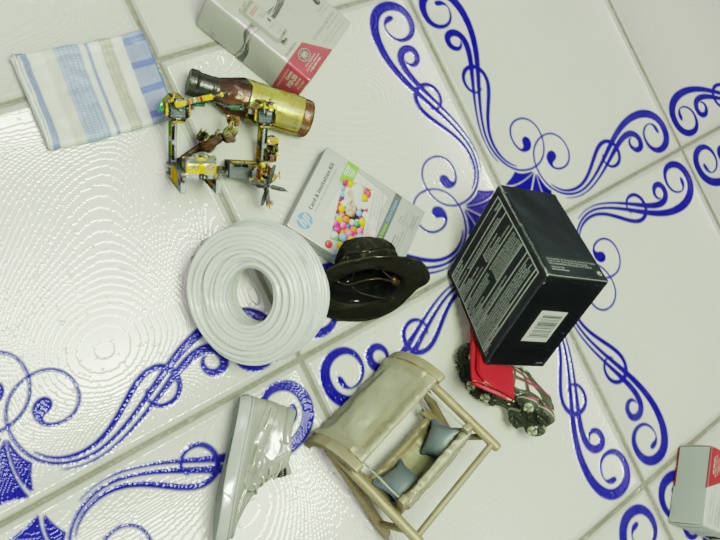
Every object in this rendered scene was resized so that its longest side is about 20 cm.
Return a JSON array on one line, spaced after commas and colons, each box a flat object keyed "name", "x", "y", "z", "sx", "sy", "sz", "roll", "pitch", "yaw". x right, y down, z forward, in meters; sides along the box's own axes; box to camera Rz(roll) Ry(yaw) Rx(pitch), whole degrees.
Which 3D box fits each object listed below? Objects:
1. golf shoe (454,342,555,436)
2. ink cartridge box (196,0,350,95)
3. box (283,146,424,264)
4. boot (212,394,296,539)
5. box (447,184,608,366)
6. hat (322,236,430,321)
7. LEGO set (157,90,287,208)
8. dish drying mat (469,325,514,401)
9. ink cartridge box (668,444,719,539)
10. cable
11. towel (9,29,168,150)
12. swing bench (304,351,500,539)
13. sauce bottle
[{"name": "golf shoe", "x": 0.240, "y": 0.188, "z": 1.231, "sx": 0.200, "sy": 0.077, "sz": 0.088, "roll": 42, "pitch": 33, "yaw": -2}, {"name": "ink cartridge box", "x": -0.139, "y": -0.395, "z": 1.175, "sx": 0.199, "sy": 0.083, "sz": 0.148, "roll": 37, "pitch": 65, "yaw": -13}, {"name": "box", "x": -0.009, "y": -0.079, "z": 1.185, "sx": 0.199, "sy": 0.041, "sz": 0.157, "roll": 32, "pitch": 67, "yaw": -14}, {"name": "boot", "x": -0.141, "y": 0.278, "z": 1.015, "sx": 0.094, "sy": 0.074, "sz": 0.203, "roll": 15, "pitch": 71, "yaw": -14}, {"name": "box", "x": 0.254, "y": 0.009, "z": 1.158, "sx": 0.122, "sy": 0.201, "sz": 0.200, "roll": 5, "pitch": 44, "yaw": -24}, {"name": "hat", "x": 0.000, "y": 0.000, "z": 1.094, "sx": 0.198, "sy": 0.201, "sz": 0.082, "roll": 0, "pitch": 60, "yaw": -25}, {"name": "LEGO set", "x": -0.192, "y": -0.177, "z": 1.052, "sx": 0.197, "sy": 0.116, "sz": 0.156, "roll": 6, "pitch": 108, "yaw": -28}, {"name": "dish drying mat", "x": 0.212, "y": 0.121, "z": 1.190, "sx": 0.076, "sy": 0.018, "sz": 0.201, "roll": 25, "pitch": 36, "yaw": -10}, {"name": "ink cartridge box", "x": 0.682, "y": 0.427, "z": 1.364, "sx": 0.198, "sy": 0.083, "sz": 0.148, "roll": 25, "pitch": 68, "yaw": -17}, {"name": "cable", "x": -0.144, "y": 0.030, "z": 1.020, "sx": 0.203, "sy": 0.198, "sz": 0.069, "roll": 70, "pitch": 20, "yaw": 1}, {"name": "towel", "x": -0.381, "y": -0.264, "z": 1.063, "sx": 0.198, "sy": 0.024, "sz": 0.149, "roll": -22, "pitch": 88, "yaw": -28}, {"name": "swing bench", "x": 0.060, "y": 0.254, "z": 1.087, "sx": 0.199, "sy": 0.130, "sz": 0.201, "roll": -42, "pitch": 96, "yaw": -27}, {"name": "sauce bottle", "x": -0.170, "y": -0.263, "z": 1.138, "sx": 0.198, "sy": 0.066, "sz": 0.067, "roll": 15, "pitch": 72, "yaw": -24}]
